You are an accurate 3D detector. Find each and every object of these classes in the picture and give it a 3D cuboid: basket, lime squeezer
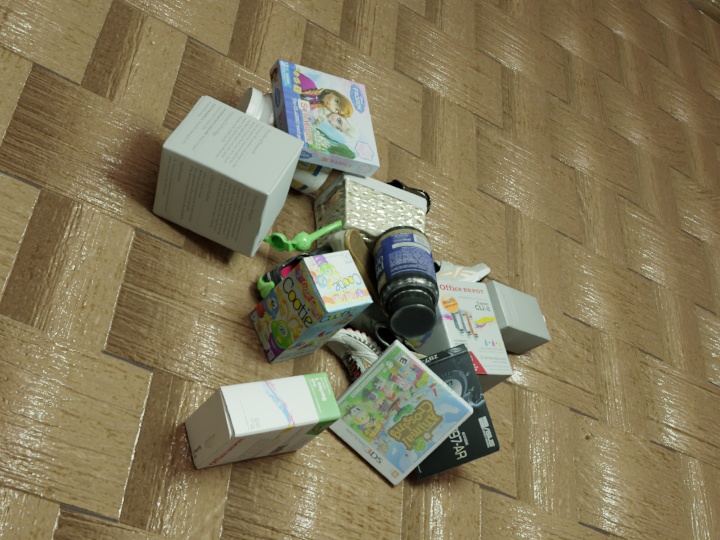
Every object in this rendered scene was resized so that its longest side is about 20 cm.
[{"bbox_3d":[0.020,-0.089,1.815,0.199,0.135,0.124,17,54,-27],"label":"basket"},{"bbox_3d":[-0.132,-0.065,1.680,0.198,0.038,0.071,-4,55,-3],"label":"lime squeezer"}]

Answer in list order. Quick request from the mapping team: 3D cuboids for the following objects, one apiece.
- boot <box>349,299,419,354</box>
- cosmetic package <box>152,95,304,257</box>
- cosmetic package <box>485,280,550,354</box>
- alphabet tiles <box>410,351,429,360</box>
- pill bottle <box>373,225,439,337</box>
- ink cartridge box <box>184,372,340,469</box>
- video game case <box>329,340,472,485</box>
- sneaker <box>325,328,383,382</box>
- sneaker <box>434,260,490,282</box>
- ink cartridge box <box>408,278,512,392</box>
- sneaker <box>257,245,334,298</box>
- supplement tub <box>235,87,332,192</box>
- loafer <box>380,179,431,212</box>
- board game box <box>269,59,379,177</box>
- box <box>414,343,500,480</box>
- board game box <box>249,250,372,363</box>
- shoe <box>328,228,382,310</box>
[{"bbox_3d":[0.026,0.096,1.690,0.200,0.131,0.068,39,88,-11],"label":"boot"},{"bbox_3d":[-0.234,-0.164,1.614,0.199,0.168,0.167,25,46,1],"label":"cosmetic package"},{"bbox_3d":[0.305,0.100,1.904,0.199,0.090,0.108,24,44,-51],"label":"cosmetic package"},{"bbox_3d":[0.105,0.235,1.642,0.198,0.168,0.006,17,10,-10],"label":"alphabet tiles"},{"bbox_3d":[0.085,0.021,1.686,0.111,0.112,0.201,22,38,-24],"label":"pill bottle"},{"bbox_3d":[-0.156,0.236,1.449,0.199,0.145,0.085,-3,62,-38],"label":"ink cartridge box"},{"bbox_3d":[0.061,0.248,1.581,0.182,0.200,0.022,42,16,-6],"label":"video game case"},{"bbox_3d":[0.013,0.182,1.666,0.200,0.078,0.082,40,57,1],"label":"sneaker"},{"bbox_3d":[0.195,0.008,1.930,0.199,0.076,0.092,-24,73,-46],"label":"sneaker"},{"bbox_3d":[0.173,0.136,1.772,0.144,0.145,0.201,6,57,-34],"label":"ink cartridge box"},{"bbox_3d":[-0.099,0.005,1.690,0.200,0.084,0.077,-32,92,-46],"label":"sneaker"},{"bbox_3d":[-0.152,-0.255,1.787,0.199,0.145,0.146,26,48,-22],"label":"supplement tub"},{"bbox_3d":[0.080,-0.152,1.949,0.199,0.071,0.073,-1,62,-38],"label":"loafer"},{"bbox_3d":[-0.068,-0.288,1.741,0.198,0.041,0.201,9,57,-33],"label":"board game box"},{"bbox_3d":[0.143,0.250,1.623,0.044,0.159,0.201,-112,-177,-76],"label":"box"},{"bbox_3d":[-0.089,0.064,1.579,0.104,0.200,0.104,-11,68,-42],"label":"board game box"},{"bbox_3d":[0.000,0.000,1.762,0.201,0.053,0.070,61,33,-34],"label":"shoe"}]
